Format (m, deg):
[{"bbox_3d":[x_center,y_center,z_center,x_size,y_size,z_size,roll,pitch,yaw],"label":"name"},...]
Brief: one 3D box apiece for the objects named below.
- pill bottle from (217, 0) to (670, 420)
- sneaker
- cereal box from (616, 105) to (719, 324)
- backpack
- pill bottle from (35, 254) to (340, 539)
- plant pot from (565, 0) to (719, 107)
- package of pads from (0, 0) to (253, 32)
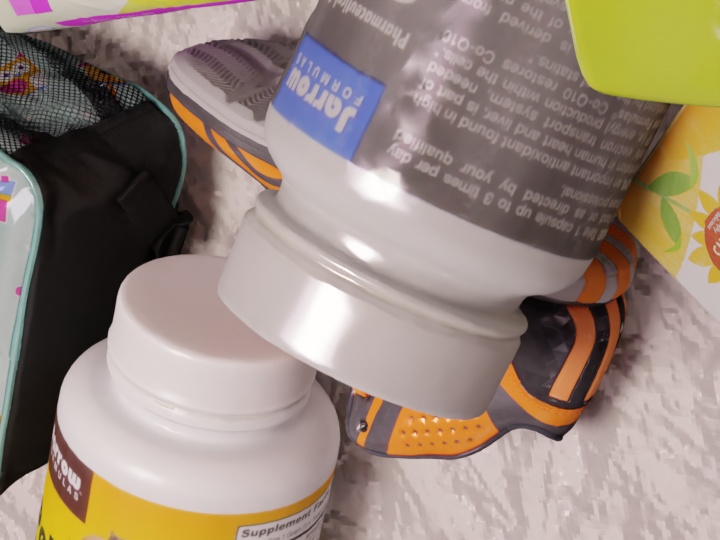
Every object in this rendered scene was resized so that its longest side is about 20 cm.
[{"bbox_3d":[0.039,-0.063,0.812,0.113,0.114,0.201,31,101,30],"label":"pill bottle"},{"bbox_3d":[0.000,0.000,0.941,0.200,0.077,0.113,33,124,29],"label":"sneaker"},{"bbox_3d":[0.181,0.001,0.768,0.200,0.039,0.144,47,133,16],"label":"cereal box"},{"bbox_3d":[-0.184,-0.021,1.056,0.200,0.153,0.177,39,133,34],"label":"backpack"},{"bbox_3d":[-0.070,0.098,1.019,0.109,0.109,0.201,31,124,30],"label":"pill bottle"},{"bbox_3d":[0.164,-0.152,0.607,0.181,0.199,0.201,16,129,41],"label":"plant pot"},{"bbox_3d":[-0.084,-0.193,0.954,0.154,0.068,0.201,-2,104,43],"label":"package of pads"}]
